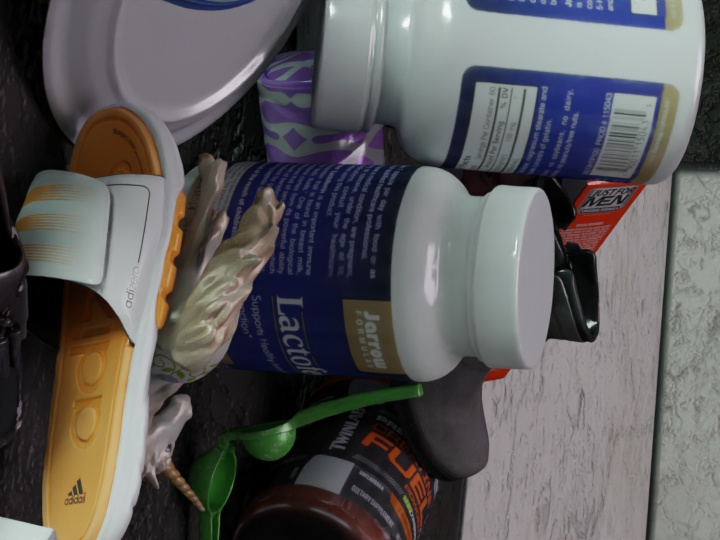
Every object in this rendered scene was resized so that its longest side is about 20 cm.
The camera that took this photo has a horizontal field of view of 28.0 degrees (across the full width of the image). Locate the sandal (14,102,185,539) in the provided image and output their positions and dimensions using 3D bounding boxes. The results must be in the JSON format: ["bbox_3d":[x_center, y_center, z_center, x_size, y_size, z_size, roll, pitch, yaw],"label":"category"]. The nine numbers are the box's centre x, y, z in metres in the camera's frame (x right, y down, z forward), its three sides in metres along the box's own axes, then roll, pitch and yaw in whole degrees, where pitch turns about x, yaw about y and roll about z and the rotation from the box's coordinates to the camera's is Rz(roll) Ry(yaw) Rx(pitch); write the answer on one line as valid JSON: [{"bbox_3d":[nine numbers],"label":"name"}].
[{"bbox_3d":[-0.122,0.018,0.614,0.059,0.079,0.209,20,64,-42],"label":"sandal"}]

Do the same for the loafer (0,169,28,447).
[{"bbox_3d":[-0.156,-0.011,0.539,0.072,0.062,0.202,-60,146,-53],"label":"loafer"}]

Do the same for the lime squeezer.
[{"bbox_3d":[-0.054,0.113,0.799,0.200,0.071,0.038,-49,152,14],"label":"lime squeezer"}]

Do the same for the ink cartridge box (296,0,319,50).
[{"bbox_3d":[0.052,-0.195,0.908,0.057,0.198,0.165,-19,110,-66],"label":"ink cartridge box"}]

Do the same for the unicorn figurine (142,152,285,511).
[{"bbox_3d":[-0.089,0.029,0.693,0.200,0.073,0.139,117,-12,-73],"label":"unicorn figurine"}]

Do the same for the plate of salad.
[{"bbox_3d":[-0.082,-0.145,0.695,0.200,0.048,0.201,-44,155,-26],"label":"plate of salad"}]

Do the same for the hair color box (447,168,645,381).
[{"bbox_3d":[0.096,-0.024,0.954,0.061,0.102,0.201,-5,141,-36],"label":"hair color box"}]

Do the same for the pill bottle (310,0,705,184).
[{"bbox_3d":[0.075,-0.114,0.788,0.120,0.197,0.121,-175,-90,-85],"label":"pill bottle"}]

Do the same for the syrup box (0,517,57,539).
[{"bbox_3d":[-0.175,0.167,0.471,0.200,0.078,0.082,-59,153,-53],"label":"syrup box"}]

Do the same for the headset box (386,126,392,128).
[{"bbox_3d":[0.061,-0.199,1.004,0.076,0.148,0.203,-10,107,-27],"label":"headset box"}]

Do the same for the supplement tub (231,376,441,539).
[{"bbox_3d":[-0.002,0.132,0.934,0.200,0.106,0.108,-59,146,-55],"label":"supplement tub"}]

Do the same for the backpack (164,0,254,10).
[{"bbox_3d":[-0.086,-0.191,0.519,0.198,0.147,0.185,22,66,-25],"label":"backpack"}]

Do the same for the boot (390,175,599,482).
[{"bbox_3d":[0.083,0.043,0.866,0.070,0.130,0.202,-62,140,-51],"label":"boot"}]

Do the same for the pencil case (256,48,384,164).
[{"bbox_3d":[-0.014,-0.044,0.908,0.084,0.084,0.202,-119,-158,-62],"label":"pencil case"}]

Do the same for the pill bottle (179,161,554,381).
[{"bbox_3d":[0.000,0.000,0.783,0.116,0.198,0.117,2,90,-70],"label":"pill bottle"}]
